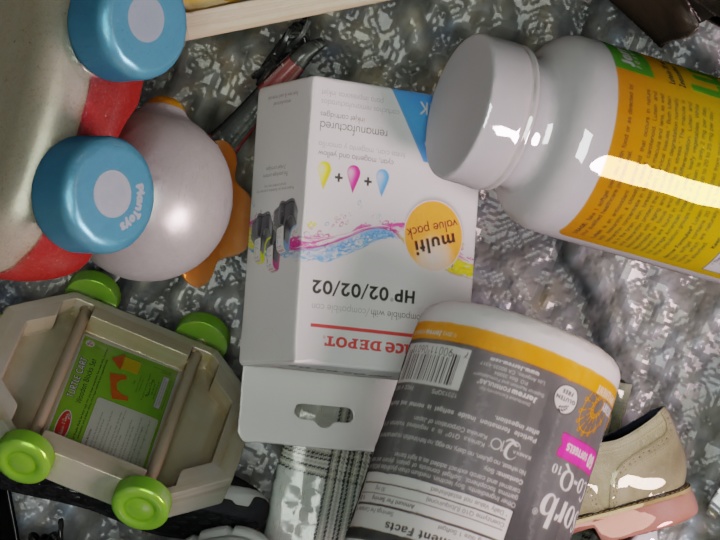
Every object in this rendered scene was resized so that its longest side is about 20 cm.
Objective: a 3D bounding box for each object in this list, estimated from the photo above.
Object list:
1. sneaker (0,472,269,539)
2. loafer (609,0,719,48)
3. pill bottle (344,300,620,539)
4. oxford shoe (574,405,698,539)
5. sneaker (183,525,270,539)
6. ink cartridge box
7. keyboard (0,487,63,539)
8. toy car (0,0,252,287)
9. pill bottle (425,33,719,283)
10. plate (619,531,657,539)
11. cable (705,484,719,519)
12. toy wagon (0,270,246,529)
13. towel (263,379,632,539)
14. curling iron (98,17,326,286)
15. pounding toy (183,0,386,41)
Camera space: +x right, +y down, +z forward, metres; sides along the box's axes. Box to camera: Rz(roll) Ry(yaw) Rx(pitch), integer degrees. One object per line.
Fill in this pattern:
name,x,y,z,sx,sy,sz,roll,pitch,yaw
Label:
sneaker,-0.143,0.094,1.667,0.200,0.072,0.083,17,67,-9
loafer,0.174,-0.162,1.638,0.200,0.073,0.071,17,95,-2
pill bottle,0.057,0.126,1.546,0.116,0.116,0.200,19,80,-2
oxford shoe,0.089,0.124,1.652,0.200,0.071,0.074,-11,94,-10
sneaker,-0.142,0.200,1.635,0.200,0.080,0.074,-25,93,9
ink cartridge box,0.000,0.000,1.620,0.115,0.068,0.200,6,84,-30
keyboard,-0.208,0.214,1.708,0.104,0.040,0.200,-9,93,17
toy car,-0.132,-0.067,1.585,0.200,0.184,0.177,19,77,-43
pill bottle,0.142,-0.066,1.603,0.200,0.111,0.111,15,97,-22
plate,0.135,0.255,1.633,0.032,0.200,0.200,-1,97,19
cable,0.322,0.134,1.675,0.200,0.069,0.200,32,96,-3
toy wagon,-0.159,0.064,1.627,0.200,0.155,0.040,21,129,-3
towel,0.044,0.133,1.693,0.192,0.035,0.200,14,96,-1
curling iron,-0.085,-0.064,1.669,0.026,0.050,0.200,38,101,-3
pounding toy,-0.029,-0.234,1.596,0.200,0.142,0.184,-11,97,2
